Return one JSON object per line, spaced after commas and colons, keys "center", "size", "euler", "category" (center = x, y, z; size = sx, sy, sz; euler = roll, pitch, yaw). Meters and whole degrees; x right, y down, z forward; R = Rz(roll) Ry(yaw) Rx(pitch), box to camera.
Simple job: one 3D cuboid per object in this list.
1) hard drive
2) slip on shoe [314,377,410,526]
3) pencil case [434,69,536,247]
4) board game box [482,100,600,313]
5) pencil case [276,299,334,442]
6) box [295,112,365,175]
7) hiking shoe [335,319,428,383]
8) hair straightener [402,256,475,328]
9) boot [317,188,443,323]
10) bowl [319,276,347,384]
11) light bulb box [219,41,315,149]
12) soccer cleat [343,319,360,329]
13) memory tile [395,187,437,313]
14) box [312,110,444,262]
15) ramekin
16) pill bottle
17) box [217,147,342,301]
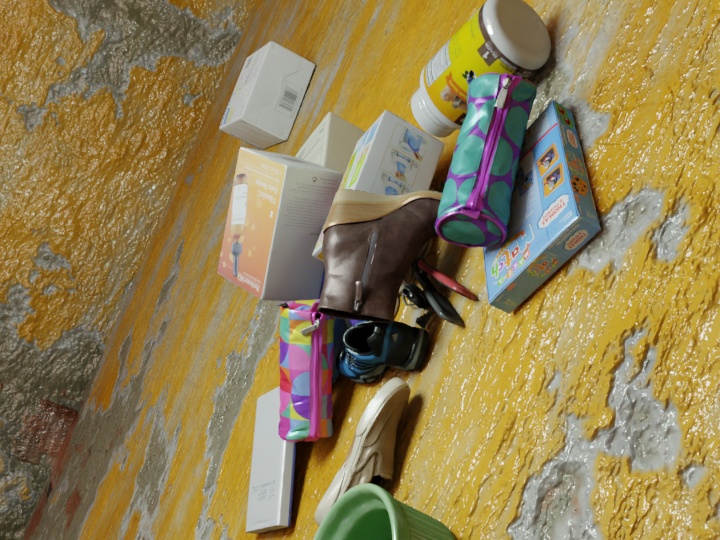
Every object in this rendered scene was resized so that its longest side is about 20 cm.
{"center": [-0.130, 0.280, 1.411], "size": [0.132, 0.025, 0.204], "euler": [-34, 48, 57], "category": "hard drive"}
{"center": [0.017, 0.230, 1.142], "size": [0.060, 0.076, 0.203], "euler": [26, 82, 28], "category": "slip on shoe"}
{"center": [0.143, -0.128, 1.079], "size": [0.093, 0.083, 0.204], "euler": [91, -167, -67], "category": "pencil case"}
{"center": [0.193, -0.074, 1.071], "size": [0.152, 0.036, 0.203], "euler": [-48, 26, 37], "category": "board game box"}
{"center": [-0.075, 0.137, 1.323], "size": [0.088, 0.086, 0.205], "euler": [-157, 66, -68], "category": "pencil case"}
{"center": [-0.047, -0.137, 1.587], "size": [0.128, 0.107, 0.203], "euler": [-44, 30, 42], "category": "box"}
{"center": [0.010, 0.096, 1.250], "size": [0.199, 0.085, 0.076], "euler": [-27, 43, 57], "category": "hiking shoe"}
{"center": [0.079, 0.031, 1.213], "size": [0.078, 0.040, 0.200], "euler": [-63, 27, 7], "category": "hair straightener"}
{"center": [0.047, -0.013, 1.184], "size": [0.073, 0.195, 0.170], "euler": [90, -175, -68], "category": "boot"}
{"center": [-0.063, 0.099, 1.457], "size": [0.201, 0.039, 0.204], "euler": [-49, 31, 44], "category": "bowl"}
{"center": [-0.224, -0.409, 2.249], "size": [0.199, 0.123, 0.202], "euler": [2, 70, 67], "category": "light bulb box"}
{"center": [0.000, 0.000, 1.367], "size": [0.072, 0.068, 0.203], "euler": [-17, 51, 16], "category": "soccer cleat"}
{"center": [0.057, -0.029, 1.364], "size": [0.203, 0.017, 0.153], "euler": [-62, 22, 10], "category": "memory tile"}
{"center": [0.025, -0.097, 1.316], "size": [0.112, 0.100, 0.203], "euler": [-38, 28, 62], "category": "box"}
{"center": [0.020, 0.332, 0.973], "size": [0.200, 0.096, 0.203], "euler": [-49, 28, 36], "category": "ramekin"}
{"center": [0.152, -0.263, 1.261], "size": [0.200, 0.108, 0.111], "euler": [-40, 33, 48], "category": "pill bottle"}
{"center": [-0.126, -0.070, 1.455], "size": [0.151, 0.105, 0.205], "euler": [24, 105, 51], "category": "box"}
